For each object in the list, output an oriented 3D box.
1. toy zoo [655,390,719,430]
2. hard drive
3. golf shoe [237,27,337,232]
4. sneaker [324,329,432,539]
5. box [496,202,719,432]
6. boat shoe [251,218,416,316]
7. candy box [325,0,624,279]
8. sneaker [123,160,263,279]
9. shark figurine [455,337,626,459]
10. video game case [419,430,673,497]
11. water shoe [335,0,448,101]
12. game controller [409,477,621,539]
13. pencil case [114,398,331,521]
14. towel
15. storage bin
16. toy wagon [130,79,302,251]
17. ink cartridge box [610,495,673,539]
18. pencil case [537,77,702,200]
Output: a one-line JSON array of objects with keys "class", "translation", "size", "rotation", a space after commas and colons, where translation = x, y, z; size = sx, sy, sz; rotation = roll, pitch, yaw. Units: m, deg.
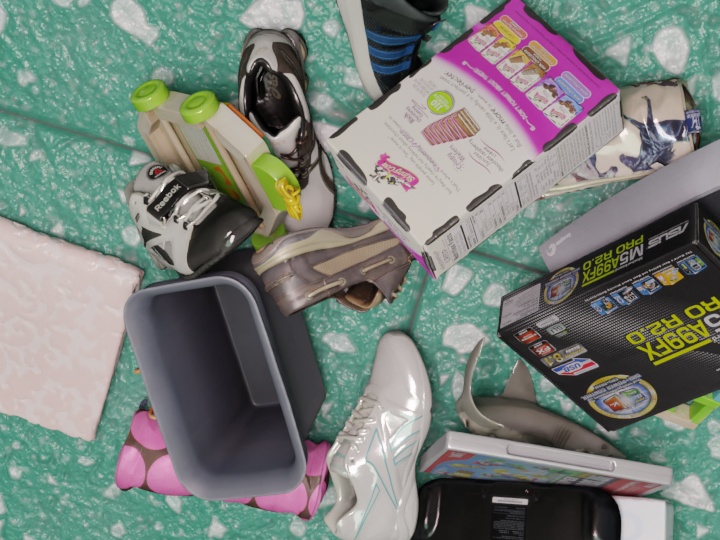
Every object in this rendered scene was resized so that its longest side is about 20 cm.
[{"class": "toy zoo", "translation": [0.282, 0.058, 1.178], "size": [0.130, 0.021, 0.201], "rotation": [20, 138, -9]}, {"class": "hard drive", "translation": [0.262, -0.021, 1.145], "size": [0.134, 0.043, 0.199], "rotation": [35, 131, -30]}, {"class": "golf shoe", "translation": [-0.071, -0.103, 1.177], "size": [0.077, 0.095, 0.202], "rotation": [-10, 110, 9]}, {"class": "sneaker", "translation": [0.015, 0.154, 1.247], "size": [0.080, 0.070, 0.203], "rotation": [4, 95, -25]}, {"class": "box", "translation": [0.237, 0.045, 1.124], "size": [0.199, 0.045, 0.160], "rotation": [-28, 125, 36]}, {"class": "boat shoe", "translation": [0.000, 0.000, 1.171], "size": [0.074, 0.198, 0.074], "rotation": [-30, 74, 56]}, {"class": "candy box", "translation": [0.092, -0.108, 1.098], "size": [0.199, 0.061, 0.137], "rotation": [-37, 59, -6]}, {"class": "sneaker", "translation": [-0.150, -0.047, 1.133], "size": [0.074, 0.199, 0.089], "rotation": [-41, 109, -22]}, {"class": "shark figurine", "translation": [0.132, 0.118, 1.234], "size": [0.127, 0.090, 0.214], "rotation": [-4, 157, 45]}, {"class": "video game case", "translation": [0.161, 0.178, 1.227], "size": [0.198, 0.143, 0.018], "rotation": [10, 73, -4]}, {"class": "water shoe", "translation": [0.033, -0.194, 1.091], "size": [0.078, 0.072, 0.200], "rotation": [-1, 154, 15]}, {"class": "game controller", "translation": [0.135, 0.242, 1.234], "size": [0.198, 0.042, 0.105], "rotation": [0, 68, 25]}, {"class": "pencil case", "translation": [-0.126, 0.183, 1.297], "size": [0.198, 0.094, 0.092], "rotation": [11, 67, 3]}, {"class": "towel", "translation": [-0.319, 0.049, 1.298], "size": [0.198, 0.032, 0.193], "rotation": [19, 112, 0]}, {"class": "storage bin", "translation": [-0.112, 0.080, 1.208], "size": [0.144, 0.134, 0.202], "rotation": [-9, 108, 21]}, {"class": "toy wagon", "translation": [-0.109, -0.084, 1.151], "size": [0.199, 0.040, 0.156], "rotation": [18, 145, 44]}, {"class": "ink cartridge box", "translation": [0.196, 0.302, 1.234], "size": [0.159, 0.047, 0.202], "rotation": [-1, 77, 23]}, {"class": "pencil case", "translation": [0.185, -0.100, 1.148], "size": [0.198, 0.090, 0.078], "rotation": [-12, 146, 10]}]
